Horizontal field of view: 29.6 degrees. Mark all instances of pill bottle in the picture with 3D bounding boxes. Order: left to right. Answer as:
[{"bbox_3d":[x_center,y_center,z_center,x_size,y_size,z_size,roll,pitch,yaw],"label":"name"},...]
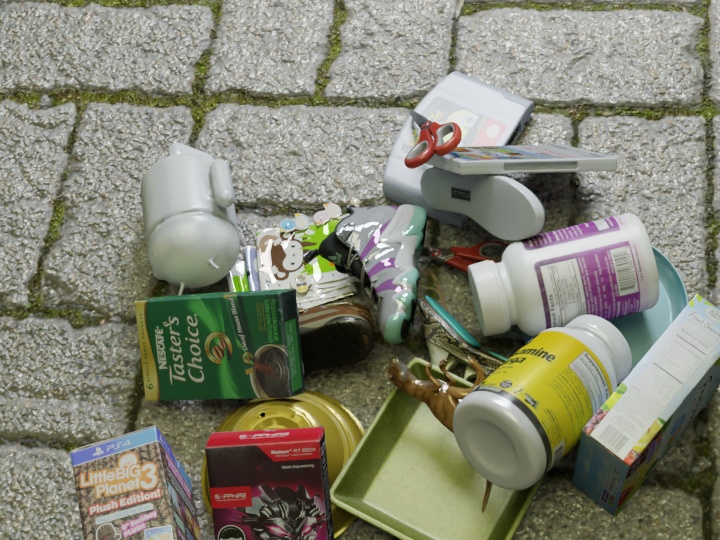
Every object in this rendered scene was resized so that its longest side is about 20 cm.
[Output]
[{"bbox_3d":[0.197,0.132,1.432,0.112,0.113,0.200,36,50,24],"label":"pill bottle"},{"bbox_3d":[0.226,0.011,1.534,0.198,0.112,0.113,-13,60,0],"label":"pill bottle"}]

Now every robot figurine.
[{"bbox_3d":[-0.207,-0.062,1.654,0.112,0.170,0.201,16,44,-32],"label":"robot figurine"}]

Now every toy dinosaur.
[{"bbox_3d":[0.113,0.158,1.485,0.106,0.060,0.200,-48,60,7],"label":"toy dinosaur"}]

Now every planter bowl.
[{"bbox_3d":[-0.088,0.207,1.514,0.199,0.084,0.202,-3,60,6],"label":"planter bowl"}]

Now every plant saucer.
[{"bbox_3d":[0.097,0.222,1.495,0.199,0.048,0.200,24,63,20],"label":"plant saucer"},{"bbox_3d":[0.280,0.046,1.586,0.198,0.027,0.201,-4,60,7],"label":"plant saucer"}]

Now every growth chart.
[{"bbox_3d":[-0.075,-0.008,1.671,0.199,0.018,0.145,-21,60,-5],"label":"growth chart"}]

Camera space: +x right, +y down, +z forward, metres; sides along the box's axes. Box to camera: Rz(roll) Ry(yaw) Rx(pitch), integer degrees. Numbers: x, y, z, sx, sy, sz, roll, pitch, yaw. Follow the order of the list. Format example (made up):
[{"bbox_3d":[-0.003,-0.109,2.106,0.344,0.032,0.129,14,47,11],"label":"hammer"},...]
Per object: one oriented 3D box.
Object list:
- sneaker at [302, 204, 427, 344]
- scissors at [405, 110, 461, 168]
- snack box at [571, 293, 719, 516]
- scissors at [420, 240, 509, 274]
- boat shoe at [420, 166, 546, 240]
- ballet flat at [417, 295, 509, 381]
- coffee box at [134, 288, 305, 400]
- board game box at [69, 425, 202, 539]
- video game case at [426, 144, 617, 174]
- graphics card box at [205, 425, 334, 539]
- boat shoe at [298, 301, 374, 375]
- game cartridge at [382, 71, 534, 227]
[{"bbox_3d":[0.000,0.000,1.576,0.139,0.078,0.201,6,44,4],"label":"sneaker"},{"bbox_3d":[0.088,-0.171,1.623,0.073,0.014,0.200,-30,19,17],"label":"scissors"},{"bbox_3d":[0.313,0.145,1.444,0.068,0.169,0.200,36,72,20],"label":"snack box"},{"bbox_3d":[0.105,-0.023,1.636,0.199,0.014,0.073,22,68,25],"label":"scissors"},{"bbox_3d":[0.150,-0.086,1.578,0.056,0.069,0.200,-10,22,-35],"label":"boat shoe"},{"bbox_3d":[0.129,0.109,1.556,0.199,0.068,0.076,34,93,22],"label":"ballet flat"},{"bbox_3d":[-0.162,0.087,1.550,0.199,0.044,0.124,-2,96,27],"label":"coffee box"},{"bbox_3d":[-0.225,0.295,1.440,0.096,0.160,0.201,-16,59,-1],"label":"board game box"},{"bbox_3d":[0.182,-0.132,1.611,0.198,0.143,0.018,-3,102,-19],"label":"video game case"},{"bbox_3d":[-0.092,0.270,1.438,0.124,0.051,0.202,-3,99,5],"label":"graphics card box"},{"bbox_3d":[-0.076,0.082,1.597,0.198,0.076,0.074,-8,27,13],"label":"boat shoe"},{"bbox_3d":[0.117,-0.159,1.718,0.132,0.041,0.201,23,66,23],"label":"game cartridge"}]
